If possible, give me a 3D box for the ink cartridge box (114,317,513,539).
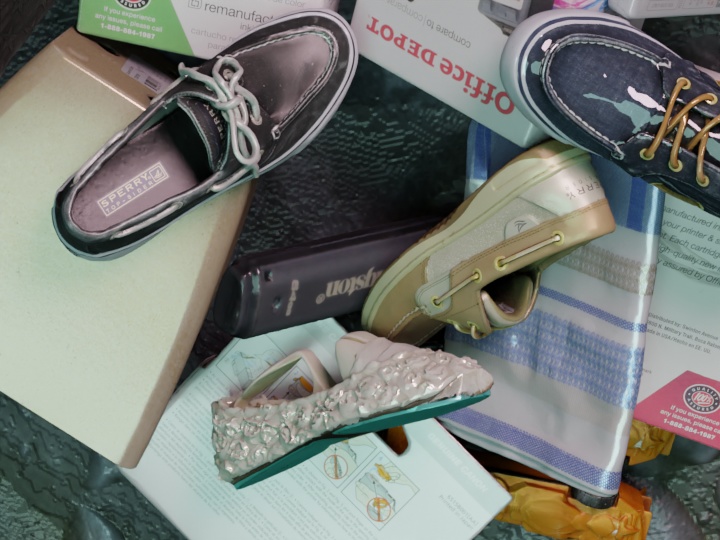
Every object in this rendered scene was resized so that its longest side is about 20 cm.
[{"bbox_3d":[-0.029,0.128,1.213,0.200,0.044,0.174,44,104,2],"label":"ink cartridge box"}]

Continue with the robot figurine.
[{"bbox_3d":[0.095,0.110,1.233,0.198,0.058,0.146,13,115,3],"label":"robot figurine"}]

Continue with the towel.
[{"bbox_3d":[0.106,0.019,1.119,0.146,0.024,0.202,21,111,43],"label":"towel"}]

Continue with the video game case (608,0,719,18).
[{"bbox_3d":[0.225,-0.231,1.011,0.181,0.023,0.202,-8,124,-36],"label":"video game case"}]

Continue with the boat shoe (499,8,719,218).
[{"bbox_3d":[0.170,-0.073,0.993,0.199,0.091,0.071,23,97,-26],"label":"boat shoe"}]

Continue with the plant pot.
[{"bbox_3d":[-0.158,-0.036,1.147,0.199,0.200,0.178,34,104,-6],"label":"plant pot"}]

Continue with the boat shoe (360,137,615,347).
[{"bbox_3d":[0.069,0.003,1.085,0.067,0.074,0.200,60,139,14],"label":"boat shoe"}]

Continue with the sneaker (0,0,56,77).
[{"bbox_3d":[-0.196,-0.197,1.089,0.059,0.201,0.105,7,137,15],"label":"sneaker"}]

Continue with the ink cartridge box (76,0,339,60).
[{"bbox_3d":[-0.075,-0.226,1.096,0.144,0.088,0.202,13,114,4],"label":"ink cartridge box"}]

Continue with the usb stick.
[{"bbox_3d":[0.000,0.000,1.142,0.033,0.199,0.056,45,131,33],"label":"usb stick"}]

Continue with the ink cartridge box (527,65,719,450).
[{"bbox_3d":[0.193,-0.013,1.146,0.144,0.084,0.201,19,116,1],"label":"ink cartridge box"}]

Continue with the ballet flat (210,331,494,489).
[{"bbox_3d":[-0.016,0.073,1.127,0.199,0.072,0.072,-23,109,33],"label":"ballet flat"}]

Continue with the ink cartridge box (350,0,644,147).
[{"bbox_3d":[0.089,-0.189,1.053,0.147,0.085,0.202,33,119,32],"label":"ink cartridge box"}]

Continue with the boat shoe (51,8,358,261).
[{"bbox_3d":[-0.080,-0.079,1.032,0.198,0.068,0.074,-32,90,-13],"label":"boat shoe"}]
